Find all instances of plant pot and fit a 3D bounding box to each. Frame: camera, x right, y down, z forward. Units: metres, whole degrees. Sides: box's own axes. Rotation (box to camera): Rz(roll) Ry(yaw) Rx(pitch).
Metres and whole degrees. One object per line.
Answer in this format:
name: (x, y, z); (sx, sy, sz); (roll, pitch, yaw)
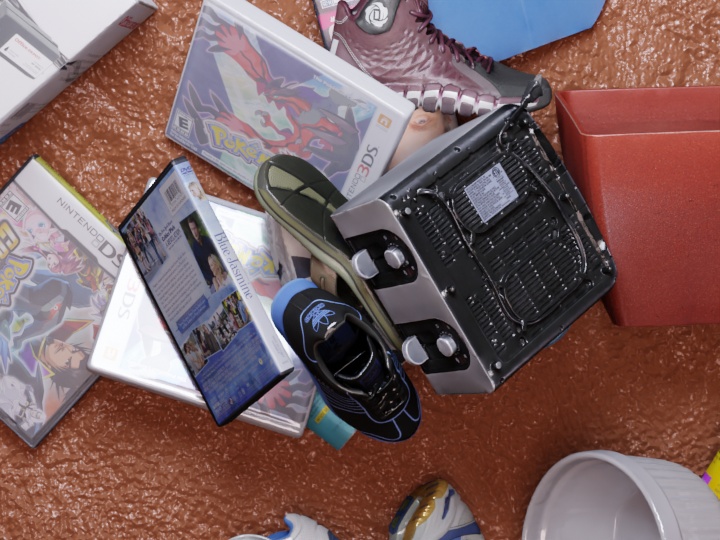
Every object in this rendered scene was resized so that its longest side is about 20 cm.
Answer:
plant pot: (0.277, -0.055, 1.554); (0.198, 0.200, 0.178); (-2, 105, 0)

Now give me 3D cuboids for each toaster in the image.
toaster: (0.096, -0.023, 1.452); (0.200, 0.118, 0.182); (-38, 102, -31)

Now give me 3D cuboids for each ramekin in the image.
ramekin: (0.242, 0.258, 1.581); (0.104, 0.200, 0.202); (1, 97, -32)

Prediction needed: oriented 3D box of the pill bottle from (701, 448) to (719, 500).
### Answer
pill bottle: (0.363, 0.198, 1.620); (0.104, 0.104, 0.201); (31, 94, -4)

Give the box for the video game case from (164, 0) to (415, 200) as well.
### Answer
video game case: (-0.066, -0.129, 1.545); (0.199, 0.023, 0.183); (32, 140, 6)

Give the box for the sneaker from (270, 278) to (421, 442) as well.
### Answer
sneaker: (0.001, 0.088, 1.473); (0.070, 0.078, 0.200); (-47, 129, -6)

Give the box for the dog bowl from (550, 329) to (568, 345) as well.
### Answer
dog bowl: (0.103, 0.024, 1.625); (0.198, 0.050, 0.113); (0, 96, -1)

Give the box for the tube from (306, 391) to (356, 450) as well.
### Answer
tube: (-0.081, 0.082, 1.634); (0.200, 0.050, 0.078); (38, 85, 0)

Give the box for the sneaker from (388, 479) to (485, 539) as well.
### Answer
sneaker: (0.049, 0.281, 1.600); (0.088, 0.075, 0.200); (49, 56, -13)

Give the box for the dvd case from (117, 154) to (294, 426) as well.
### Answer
dvd case: (-0.133, 0.021, 1.509); (0.017, 0.143, 0.201); (-23, 80, -33)

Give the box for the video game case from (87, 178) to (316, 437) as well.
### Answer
video game case: (-0.121, 0.032, 1.597); (0.198, 0.023, 0.184); (18, 75, -4)

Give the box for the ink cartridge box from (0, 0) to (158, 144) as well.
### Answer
ink cartridge box: (-0.281, -0.195, 1.547); (0.200, 0.145, 0.084); (-40, 95, 3)

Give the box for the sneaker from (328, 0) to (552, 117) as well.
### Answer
sneaker: (0.068, -0.195, 1.519); (0.198, 0.076, 0.117); (4, 105, -1)

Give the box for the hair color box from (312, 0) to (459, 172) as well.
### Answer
hair color box: (0.027, -0.166, 1.597); (0.099, 0.061, 0.202); (-15, 97, 1)

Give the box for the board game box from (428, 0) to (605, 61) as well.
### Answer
board game box: (0.127, -0.273, 1.587); (0.199, 0.039, 0.159); (-21, 107, -14)

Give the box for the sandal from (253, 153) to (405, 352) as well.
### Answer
sandal: (-0.018, -0.014, 1.491); (0.201, 0.080, 0.057); (46, 131, -12)

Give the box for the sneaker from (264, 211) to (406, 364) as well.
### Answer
sneaker: (0.000, 0.000, 1.562); (0.129, 0.080, 0.201); (-18, 81, -14)

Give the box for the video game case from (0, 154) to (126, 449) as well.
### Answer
video game case: (-0.296, 0.029, 1.632); (0.181, 0.026, 0.200); (43, 94, -5)

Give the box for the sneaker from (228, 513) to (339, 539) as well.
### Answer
sneaker: (-0.088, 0.316, 1.645); (0.200, 0.081, 0.147); (-43, 87, 7)
